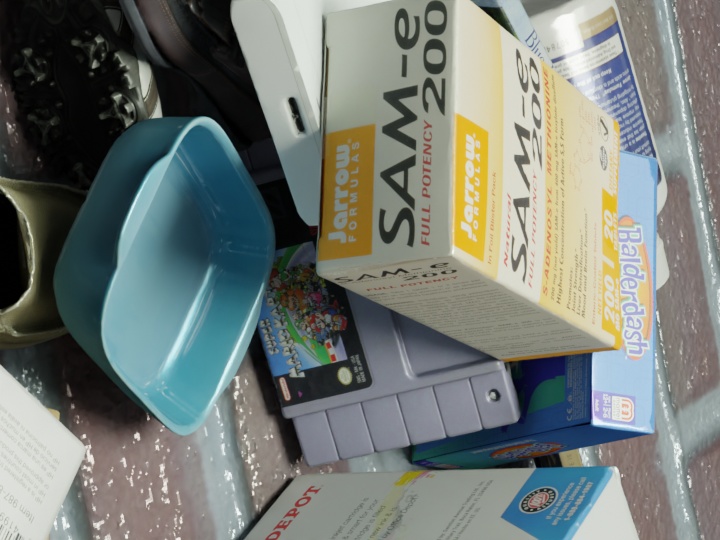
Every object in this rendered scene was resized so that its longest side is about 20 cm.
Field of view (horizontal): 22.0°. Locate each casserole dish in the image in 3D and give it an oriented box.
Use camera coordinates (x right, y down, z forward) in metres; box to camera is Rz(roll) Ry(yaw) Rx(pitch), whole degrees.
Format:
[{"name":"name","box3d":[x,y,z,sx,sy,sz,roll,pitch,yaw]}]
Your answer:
[{"name":"casserole dish","box3d":[-0.091,0.001,0.866,0.200,0.039,0.122,62,49,-66]}]

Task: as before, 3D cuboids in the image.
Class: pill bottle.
[{"name":"pill bottle","box3d":[0.136,-0.079,1.206,0.111,0.110,0.202,-37,114,-50]}]

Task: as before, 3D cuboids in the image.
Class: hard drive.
[{"name":"hard drive","box3d":[-0.017,-0.139,0.903,0.201,0.026,0.133,-77,157,-44]}]

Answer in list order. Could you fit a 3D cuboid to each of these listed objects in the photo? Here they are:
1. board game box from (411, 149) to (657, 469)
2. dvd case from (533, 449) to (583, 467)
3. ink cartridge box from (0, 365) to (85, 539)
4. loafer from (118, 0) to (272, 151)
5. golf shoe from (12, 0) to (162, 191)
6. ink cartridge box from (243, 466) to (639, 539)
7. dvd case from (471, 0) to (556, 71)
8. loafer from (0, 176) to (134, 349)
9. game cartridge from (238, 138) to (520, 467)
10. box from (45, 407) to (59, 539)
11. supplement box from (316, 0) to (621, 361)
[{"name":"board game box","box3d":[0.096,0.028,1.061,0.045,0.200,0.154,9,75,-25]},{"name":"dvd case","box3d":[0.125,0.141,1.116,0.149,0.016,0.201,79,-2,-49]},{"name":"ink cartridge box","box3d":[-0.207,0.110,0.682,0.145,0.084,0.201,51,46,-36]},{"name":"loafer","box3d":[-0.064,-0.120,0.875,0.200,0.062,0.073,59,24,-65]},{"name":"golf shoe","box3d":[-0.124,-0.128,0.884,0.094,0.077,0.202,-36,115,-51]},{"name":"ink cartridge box","box3d":[0.035,0.199,0.944,0.147,0.199,0.146,-45,122,-48]},{"name":"dvd case","box3d":[0.057,-0.114,1.077,0.018,0.142,0.201,-50,125,-27]},{"name":"loafer","box3d":[-0.162,-0.003,0.815,0.199,0.068,0.076,-3,87,-56]},{"name":"game cartridge","box3d":[0.000,0.000,0.992,0.038,0.128,0.202,-68,142,-75]},{"name":"box","box3d":[-0.208,0.121,0.770,0.199,0.021,0.165,21,67,-51]},{"name":"supplement box","box3d":[0.059,-0.038,0.896,0.200,0.073,0.127,25,63,-57]}]
